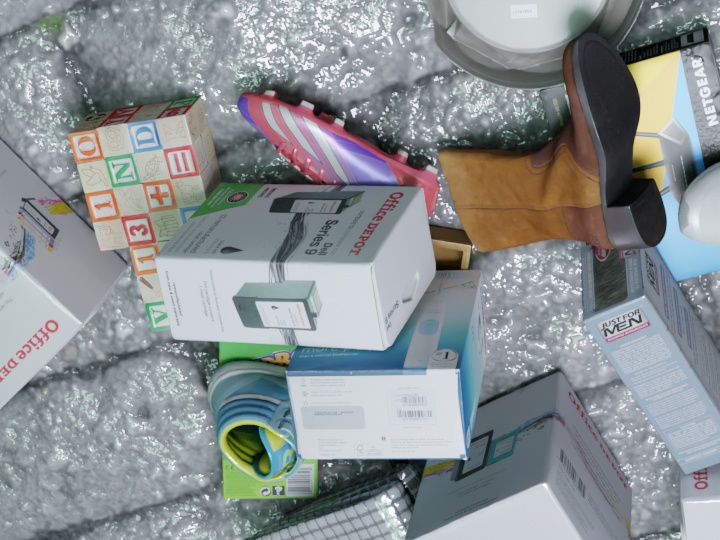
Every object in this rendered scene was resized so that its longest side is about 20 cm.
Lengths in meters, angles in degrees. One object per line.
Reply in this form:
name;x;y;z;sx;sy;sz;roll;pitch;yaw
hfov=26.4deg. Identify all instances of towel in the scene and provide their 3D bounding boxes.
towel;0.008;0.289;1.478;0.199;0.086;0.167;-25;99;34

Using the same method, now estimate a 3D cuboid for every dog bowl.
dog bowl;0.139;-0.255;1.269;0.197;0.059;0.202;4;114;9

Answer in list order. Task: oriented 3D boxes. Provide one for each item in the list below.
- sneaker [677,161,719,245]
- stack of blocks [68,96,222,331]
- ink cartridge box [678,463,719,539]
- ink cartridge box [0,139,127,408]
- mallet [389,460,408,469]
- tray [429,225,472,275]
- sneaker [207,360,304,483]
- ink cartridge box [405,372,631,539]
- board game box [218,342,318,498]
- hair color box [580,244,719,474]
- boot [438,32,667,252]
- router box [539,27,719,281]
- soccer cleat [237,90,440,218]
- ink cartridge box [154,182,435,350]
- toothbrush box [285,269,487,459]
sneaker;0.356;-0.055;1.259;0.198;0.080;0.071;-6;106;-18
stack of blocks;-0.183;-0.049;1.414;0.114;0.059;0.202;-8;111;14
ink cartridge box;0.390;0.223;1.377;0.197;0.147;0.148;-5;113;13
ink cartridge box;-0.347;-0.002;1.417;0.200;0.145;0.147;45;114;-10
mallet;0.058;0.216;1.497;0.065;0.041;0.202;-8;107;15
tray;0.000;0.000;1.415;0.197;0.037;0.100;10;114;7
sneaker;-0.042;0.146;1.398;0.197;0.131;0.080;1;117;-5
ink cartridge box;0.148;0.222;1.382;0.145;0.200;0.148;-27;106;21
board game box;-0.087;0.131;1.475;0.094;0.030;0.202;0;120;-2
hair color box;0.260;0.069;1.319;0.060;0.100;0.201;-23;122;23
boot;0.149;-0.103;1.293;0.199;0.068;0.190;3;127;46
router box;0.253;-0.089;1.320;0.148;0.051;0.202;-15;110;17
soccer cleat;-0.024;-0.095;1.355;0.198;0.067;0.077;25;94;-2
ink cartridge box;-0.051;-0.007;1.302;0.198;0.146;0.085;2;120;21
toothbrush box;0.029;0.077;1.313;0.144;0.200;0.086;-1;112;12
